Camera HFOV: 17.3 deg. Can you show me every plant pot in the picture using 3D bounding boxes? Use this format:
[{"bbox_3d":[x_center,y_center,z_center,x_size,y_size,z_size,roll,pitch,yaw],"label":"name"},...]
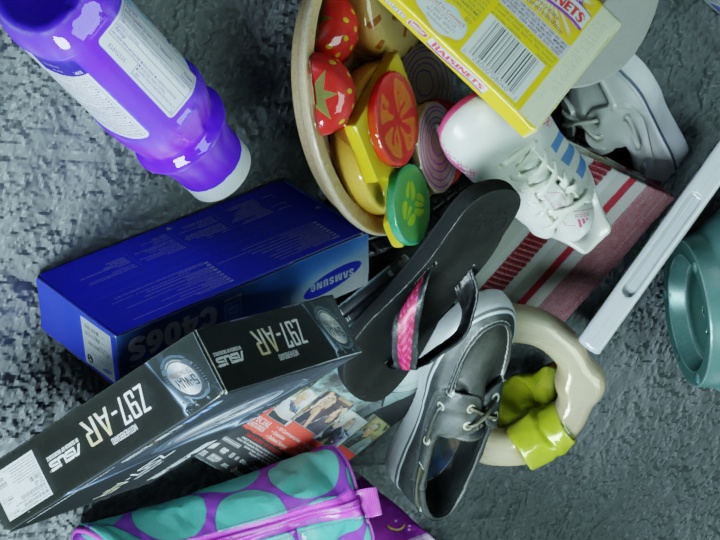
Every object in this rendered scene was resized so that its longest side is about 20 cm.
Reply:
[{"bbox_3d":[0.319,0.026,1.875,0.133,0.201,0.201,-7,121,-10],"label":"plant pot"}]

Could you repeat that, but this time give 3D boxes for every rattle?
[{"bbox_3d":[0.081,0.048,1.760,0.199,0.143,0.130,27,125,-10],"label":"rattle"}]

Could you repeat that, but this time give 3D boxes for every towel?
[{"bbox_3d":[0.120,-0.036,1.724,0.199,0.023,0.144,21,118,-41],"label":"towel"}]

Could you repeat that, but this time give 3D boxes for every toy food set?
[{"bbox_3d":[0.017,-0.120,1.542,0.199,0.048,0.200,67,33,-34],"label":"toy food set"}]

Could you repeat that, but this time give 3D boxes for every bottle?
[{"bbox_3d":[-0.136,-0.113,1.433,0.065,0.083,0.200,-52,136,-8],"label":"bottle"}]

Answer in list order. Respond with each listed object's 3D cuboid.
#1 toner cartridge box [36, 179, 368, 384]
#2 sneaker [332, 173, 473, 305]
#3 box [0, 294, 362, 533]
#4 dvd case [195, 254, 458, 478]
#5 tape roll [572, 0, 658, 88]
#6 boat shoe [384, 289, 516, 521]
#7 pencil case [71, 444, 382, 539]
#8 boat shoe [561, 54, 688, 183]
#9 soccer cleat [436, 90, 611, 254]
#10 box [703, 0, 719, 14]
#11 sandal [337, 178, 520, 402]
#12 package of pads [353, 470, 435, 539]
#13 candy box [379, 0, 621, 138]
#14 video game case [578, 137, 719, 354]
[{"bbox_3d":[-0.100,0.006,1.526,0.199,0.095,0.043,-23,128,-32],"label":"toner cartridge box"},{"bbox_3d":[0.000,0.000,1.636,0.199,0.076,0.091,-34,143,-5],"label":"sneaker"},{"bbox_3d":[-0.119,0.088,1.477,0.200,0.044,0.160,-33,170,29],"label":"box"},{"bbox_3d":[-0.012,0.081,1.639,0.200,0.022,0.146,-38,147,10],"label":"dvd case"},{"bbox_3d":[0.127,-0.222,1.598,0.202,0.037,0.204,0,89,-41],"label":"tape roll"},{"bbox_3d":[0.072,0.096,1.658,0.068,0.057,0.201,-12,141,-29],"label":"boat shoe"},{"bbox_3d":[-0.091,0.185,1.611,0.199,0.092,0.086,-17,87,-22],"label":"pencil case"},{"bbox_3d":[0.182,-0.115,1.735,0.066,0.073,0.200,-54,136,-10],"label":"boat shoe"},{"bbox_3d":[0.119,-0.066,1.578,0.070,0.086,0.200,-41,155,10],"label":"soccer cleat"},{"bbox_3d":[0.341,-0.265,1.775,0.200,0.105,0.185,29,92,-48],"label":"box"},{"bbox_3d":[0.047,0.024,1.549,0.075,0.045,0.200,-8,142,-44],"label":"sandal"},{"bbox_3d":[-0.044,0.234,1.685,0.199,0.120,0.076,-28,134,-29],"label":"package of pads"},{"bbox_3d":[0.064,-0.188,1.499,0.200,0.026,0.102,43,66,-8],"label":"candy box"},{"bbox_3d":[0.227,-0.023,1.767,0.183,0.022,0.200,-55,175,7],"label":"video game case"}]
